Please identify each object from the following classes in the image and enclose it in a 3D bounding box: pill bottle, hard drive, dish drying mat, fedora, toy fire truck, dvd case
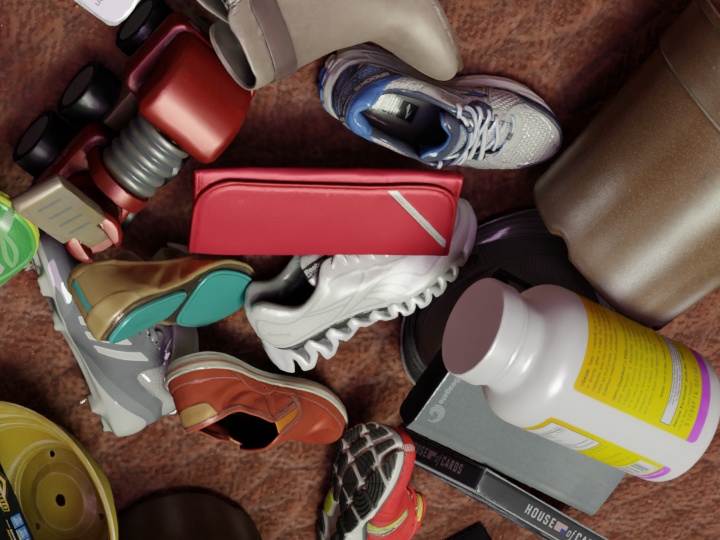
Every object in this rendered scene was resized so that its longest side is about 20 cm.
[{"bbox_3d":[0.159,0.075,1.099,0.198,0.105,0.105,24,110,-26],"label":"pill bottle"},{"bbox_3d":[0.145,0.098,1.188,0.199,0.033,0.140,27,106,-27],"label":"hard drive"},{"bbox_3d":[-0.026,-0.041,1.112,0.197,0.018,0.077,0,131,-12],"label":"dish drying mat"},{"bbox_3d":[0.131,0.051,1.232,0.198,0.091,0.179,-20,121,-3],"label":"fedora"},{"bbox_3d":[-0.160,-0.082,1.022,0.176,0.201,0.128,-44,120,12],"label":"toy fire truck"},{"bbox_3d":[0.135,0.200,1.285,0.199,0.150,0.025,32,83,-27],"label":"dvd case"}]

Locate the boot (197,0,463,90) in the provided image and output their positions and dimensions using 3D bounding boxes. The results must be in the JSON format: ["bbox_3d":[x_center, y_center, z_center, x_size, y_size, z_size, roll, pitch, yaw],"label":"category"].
[{"bbox_3d":[-0.031,-0.174,1.046,0.201,0.070,0.146,50,63,-14],"label":"boot"}]

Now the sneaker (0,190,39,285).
[{"bbox_3d":[-0.296,0.013,1.075,0.074,0.084,0.199,37,128,-21],"label":"sneaker"}]

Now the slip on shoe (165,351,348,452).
[{"bbox_3d":[-0.078,0.117,1.202,0.073,0.062,0.199,-24,153,27],"label":"slip on shoe"}]

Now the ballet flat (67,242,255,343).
[{"bbox_3d":[-0.143,0.006,1.121,0.063,0.200,0.069,47,110,14],"label":"ballet flat"}]

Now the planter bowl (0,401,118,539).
[{"bbox_3d":[-0.256,0.191,1.196,0.198,0.083,0.203,4,101,22],"label":"planter bowl"}]

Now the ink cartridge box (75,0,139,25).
[{"bbox_3d":[-0.146,-0.258,0.929,0.083,0.201,0.145,34,106,-28],"label":"ink cartridge box"}]

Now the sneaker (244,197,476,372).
[{"bbox_3d":[0.000,0.000,1.174,0.199,0.075,0.081,-33,133,4],"label":"sneaker"}]

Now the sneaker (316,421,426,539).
[{"bbox_3d":[0.019,0.192,1.285,0.084,0.078,0.201,-6,143,-22],"label":"sneaker"}]

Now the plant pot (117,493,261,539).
[{"bbox_3d":[-0.136,0.299,1.230,0.197,0.199,0.203,-5,120,-10],"label":"plant pot"}]

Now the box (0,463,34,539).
[{"bbox_3d":[-0.333,0.242,1.167,0.198,0.049,0.161,-25,87,26],"label":"box"}]

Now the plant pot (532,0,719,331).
[{"bbox_3d":[0.249,-0.072,1.143,0.200,0.201,0.198,36,112,-28],"label":"plant pot"}]

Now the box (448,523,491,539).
[{"bbox_3d":[0.069,0.362,1.324,0.195,0.201,0.125,-29,120,3],"label":"box"}]

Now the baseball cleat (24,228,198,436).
[{"bbox_3d":[-0.185,0.037,1.168,0.105,0.070,0.202,-22,131,-8],"label":"baseball cleat"}]

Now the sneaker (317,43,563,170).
[{"bbox_3d":[0.066,-0.105,1.134,0.197,0.085,0.078,10,116,-19],"label":"sneaker"}]
